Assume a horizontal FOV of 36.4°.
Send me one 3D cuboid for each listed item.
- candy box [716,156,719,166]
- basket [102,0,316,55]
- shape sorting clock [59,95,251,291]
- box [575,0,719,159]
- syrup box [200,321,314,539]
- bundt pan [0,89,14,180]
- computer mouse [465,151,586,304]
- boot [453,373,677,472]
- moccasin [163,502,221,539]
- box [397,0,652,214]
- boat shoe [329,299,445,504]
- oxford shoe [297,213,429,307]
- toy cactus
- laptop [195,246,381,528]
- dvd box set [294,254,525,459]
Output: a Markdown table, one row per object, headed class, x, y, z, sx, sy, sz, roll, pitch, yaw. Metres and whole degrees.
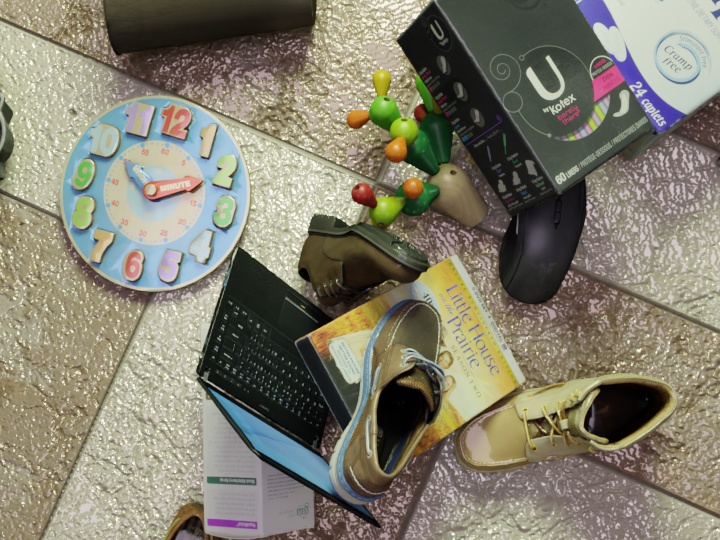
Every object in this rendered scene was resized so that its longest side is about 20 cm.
| class | x | y | z | sx | sy | sz | roll | pitch | yaw |
| --- | --- | --- | --- | --- | --- | --- | --- | --- | --- |
| candy box | 0.468 | -0.085 | 1.058 | 0.136 | 0.061 | 0.200 | -43 | 84 | -2 |
| basket | -0.144 | -0.305 | 1.089 | 0.199 | 0.136 | 0.181 | 0 | 88 | 0 |
| shape sorting clock | -0.210 | -0.079 | 1.114 | 0.199 | 0.039 | 0.201 | 0 | 84 | 4 |
| box | 0.294 | -0.245 | 1.057 | 0.200 | 0.105 | 0.184 | -37 | 84 | -6 |
| syrup box | -0.099 | 0.150 | 1.050 | 0.081 | 0.079 | 0.201 | -5 | 84 | 37 |
| bundt pan | -0.445 | -0.138 | 1.117 | 0.201 | 0.076 | 0.203 | 0 | 84 | 3 |
| computer mouse | 0.163 | -0.075 | 1.066 | 0.140 | 0.046 | 0.201 | 20 | 85 | -13 |
| boot | 0.184 | 0.142 | 1.007 | 0.199 | 0.155 | 0.073 | -14 | 84 | 2 |
| moccasin | -0.185 | 0.326 | 1.053 | 0.073 | 0.078 | 0.202 | 25 | 87 | 5 |
| box | 0.147 | -0.171 | 0.991 | 0.122 | 0.106 | 0.200 | -35 | 92 | -18 |
| boat shoe | 0.040 | 0.106 | 0.943 | 0.072 | 0.072 | 0.201 | 31 | 57 | -19 |
| oxford shoe | 0.000 | 0.000 | 1.024 | 0.072 | 0.200 | 0.085 | 26 | 83 | -24 |
| toy cactus | 0.056 | -0.099 | 1.060 | 0.102 | 0.201 | 0.165 | -27 | 124 | 33 |
| laptop | -0.049 | 0.102 | 0.972 | 0.103 | 0.177 | 0.201 | -7 | 57 | 36 |
| dvd box set | 0.052 | 0.087 | 1.025 | 0.200 | 0.029 | 0.147 | -26 | 87 | -36 |
